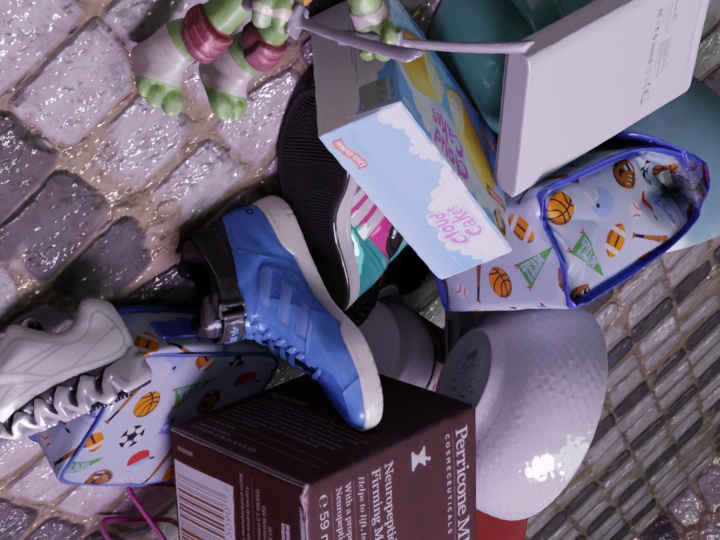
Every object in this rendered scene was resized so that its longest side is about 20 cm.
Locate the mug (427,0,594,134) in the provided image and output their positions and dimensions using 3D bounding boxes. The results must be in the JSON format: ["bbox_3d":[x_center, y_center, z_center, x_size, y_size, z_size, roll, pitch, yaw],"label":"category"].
[{"bbox_3d":[0.135,-0.179,1.048,0.184,0.114,0.153,-8,137,-50],"label":"mug"}]

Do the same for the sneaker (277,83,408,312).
[{"bbox_3d":[0.003,-0.075,1.053,0.121,0.083,0.202,-40,141,-40],"label":"sneaker"}]

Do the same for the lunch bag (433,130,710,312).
[{"bbox_3d":[0.175,-0.052,1.118,0.199,0.169,0.125,-24,104,-33],"label":"lunch bag"}]

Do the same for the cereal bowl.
[{"bbox_3d":[0.121,0.109,1.132,0.083,0.201,0.201,21,118,-20],"label":"cereal bowl"}]

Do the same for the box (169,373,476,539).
[{"bbox_3d":[-0.027,0.193,1.071,0.199,0.163,0.168,-19,113,-43],"label":"box"}]

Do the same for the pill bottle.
[{"bbox_3d":[0.031,0.094,1.292,0.116,0.116,0.200,-46,154,6],"label":"pill bottle"}]

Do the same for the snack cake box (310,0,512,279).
[{"bbox_3d":[0.040,-0.097,0.966,0.067,0.116,0.200,-20,143,19],"label":"snack cake box"}]

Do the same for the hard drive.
[{"bbox_3d":[0.187,-0.152,0.999,0.199,0.026,0.133,-30,143,-25],"label":"hard drive"}]

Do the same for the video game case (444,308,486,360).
[{"bbox_3d":[0.147,0.017,1.270,0.200,0.022,0.183,-44,148,-31],"label":"video game case"}]

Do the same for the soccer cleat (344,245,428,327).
[{"bbox_3d":[0.000,0.000,1.189,0.200,0.073,0.069,-36,127,-52],"label":"soccer cleat"}]

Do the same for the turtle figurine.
[{"bbox_3d":[-0.035,-0.142,0.804,0.193,0.200,0.144,-33,-165,33],"label":"turtle figurine"}]

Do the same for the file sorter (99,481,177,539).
[{"bbox_3d":[-0.154,0.243,1.235,0.201,0.125,0.139,-52,151,12],"label":"file sorter"}]

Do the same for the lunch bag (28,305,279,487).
[{"bbox_3d":[-0.164,0.098,1.078,0.199,0.076,0.161,2,126,-54],"label":"lunch bag"}]

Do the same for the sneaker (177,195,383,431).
[{"bbox_3d":[-0.069,0.048,1.008,0.110,0.201,0.077,-24,171,-24],"label":"sneaker"}]

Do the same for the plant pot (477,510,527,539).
[{"bbox_3d":[0.087,0.238,1.509,0.199,0.199,0.178,-8,125,-49],"label":"plant pot"}]

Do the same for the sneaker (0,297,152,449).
[{"bbox_3d":[-0.253,0.085,0.946,0.198,0.082,0.075,-24,-179,-1],"label":"sneaker"}]

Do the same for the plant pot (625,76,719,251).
[{"bbox_3d":[0.292,-0.122,1.299,0.199,0.199,0.136,-31,115,-24],"label":"plant pot"}]
